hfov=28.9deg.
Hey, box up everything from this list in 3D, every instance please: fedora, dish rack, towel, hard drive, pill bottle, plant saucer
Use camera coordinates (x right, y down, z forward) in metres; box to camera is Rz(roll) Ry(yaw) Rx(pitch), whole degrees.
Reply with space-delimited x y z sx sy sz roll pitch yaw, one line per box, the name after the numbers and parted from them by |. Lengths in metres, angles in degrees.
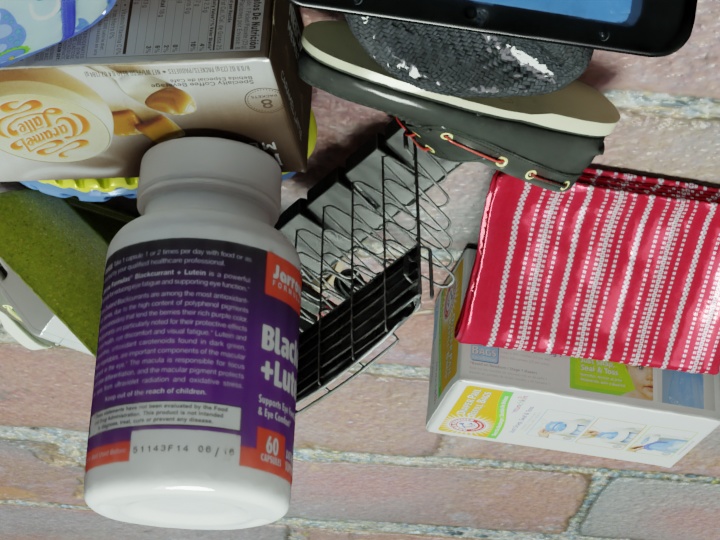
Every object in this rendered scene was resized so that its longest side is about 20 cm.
0.055 -0.145 0.708 0.199 0.092 0.201 3 151 2 | fedora
0.000 0.000 0.849 0.054 0.201 0.153 35 124 -26 | dish rack
0.172 0.001 0.956 0.199 0.023 0.145 8 119 -8 | towel
-0.180 0.023 0.977 0.027 0.132 0.200 -51 145 8 | hard drive
-0.089 0.034 0.772 0.111 0.201 0.112 1 160 1 | pill bottle
-0.139 0.017 0.928 0.048 0.200 0.200 -51 158 8 | plant saucer

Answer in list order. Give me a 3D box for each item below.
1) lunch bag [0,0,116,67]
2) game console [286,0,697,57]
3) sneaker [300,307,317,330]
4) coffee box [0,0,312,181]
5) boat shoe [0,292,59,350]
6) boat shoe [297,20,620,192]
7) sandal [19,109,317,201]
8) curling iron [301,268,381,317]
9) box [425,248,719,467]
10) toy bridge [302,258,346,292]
-0.189 -0.173 0.649 0.160 0.083 0.200 -26 160 -24 | lunch bag
0.070 -0.199 0.590 0.199 0.117 0.176 7 150 -6 | game console
-0.070 0.077 1.073 0.070 0.091 0.200 -2 164 -11 | sneaker
-0.134 -0.114 0.797 0.199 0.080 0.115 -1 153 8 | coffee box
-0.254 0.001 1.024 0.060 0.072 0.202 -5 154 17 | boat shoe
0.053 -0.092 0.809 0.200 0.074 0.063 13 124 -24 | boat shoe
-0.126 -0.068 0.887 0.199 0.080 0.087 4 154 3 | sandal
-0.065 -0.007 0.973 0.199 0.050 0.026 25 139 4 | curling iron
0.157 0.068 1.050 0.199 0.113 0.101 9 152 -8 | box
-0.053 -0.004 1.037 0.067 0.027 0.200 24 145 -35 | toy bridge
